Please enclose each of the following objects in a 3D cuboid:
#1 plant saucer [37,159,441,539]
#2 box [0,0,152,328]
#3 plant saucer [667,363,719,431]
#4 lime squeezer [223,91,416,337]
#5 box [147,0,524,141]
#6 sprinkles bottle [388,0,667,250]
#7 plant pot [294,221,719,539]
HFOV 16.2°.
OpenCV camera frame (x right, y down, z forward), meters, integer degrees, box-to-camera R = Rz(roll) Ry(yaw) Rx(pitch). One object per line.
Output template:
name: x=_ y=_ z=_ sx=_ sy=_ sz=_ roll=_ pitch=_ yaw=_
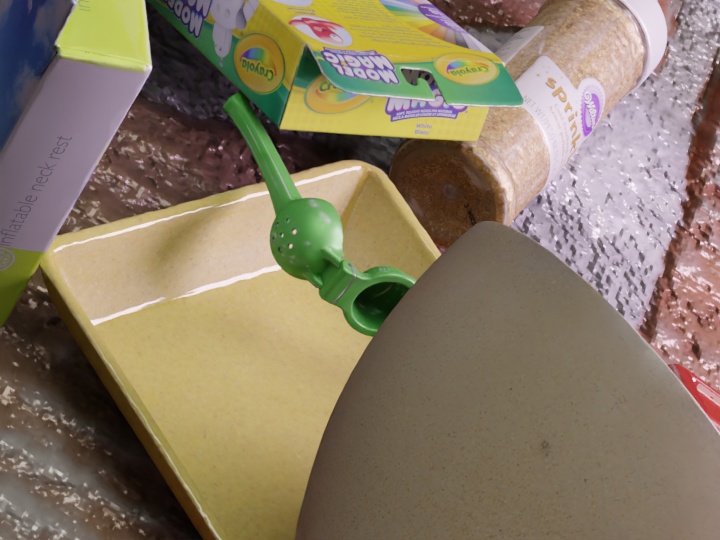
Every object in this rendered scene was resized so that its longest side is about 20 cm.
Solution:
plant saucer: x=-0.023 y=0.057 z=1.108 sx=0.200 sy=0.048 sz=0.200 roll=-17 pitch=64 yaw=-40
box: x=-0.139 y=-0.082 z=1.042 sx=0.048 sy=0.200 sz=0.122 roll=10 pitch=49 yaw=-26
plant saucer: x=0.198 y=0.110 z=1.132 sx=0.200 sy=0.037 sz=0.200 roll=37 pitch=6 yaw=0
lime squeezer: x=0.000 y=0.000 z=1.121 sx=0.200 sy=0.038 sz=0.071 roll=42 pitch=12 yaw=7
box: x=-0.019 y=-0.115 z=1.203 sx=0.117 sy=0.048 sz=0.200 roll=2 pitch=26 yaw=-34
sprinkles bottle: x=0.088 y=-0.084 z=1.287 sx=0.068 sy=0.068 sz=0.200 roll=40 pitch=43 yaw=4
plant pot: x=0.055 y=0.101 z=0.975 sx=0.134 sy=0.200 sz=0.200 roll=-38 pitch=76 yaw=-11
